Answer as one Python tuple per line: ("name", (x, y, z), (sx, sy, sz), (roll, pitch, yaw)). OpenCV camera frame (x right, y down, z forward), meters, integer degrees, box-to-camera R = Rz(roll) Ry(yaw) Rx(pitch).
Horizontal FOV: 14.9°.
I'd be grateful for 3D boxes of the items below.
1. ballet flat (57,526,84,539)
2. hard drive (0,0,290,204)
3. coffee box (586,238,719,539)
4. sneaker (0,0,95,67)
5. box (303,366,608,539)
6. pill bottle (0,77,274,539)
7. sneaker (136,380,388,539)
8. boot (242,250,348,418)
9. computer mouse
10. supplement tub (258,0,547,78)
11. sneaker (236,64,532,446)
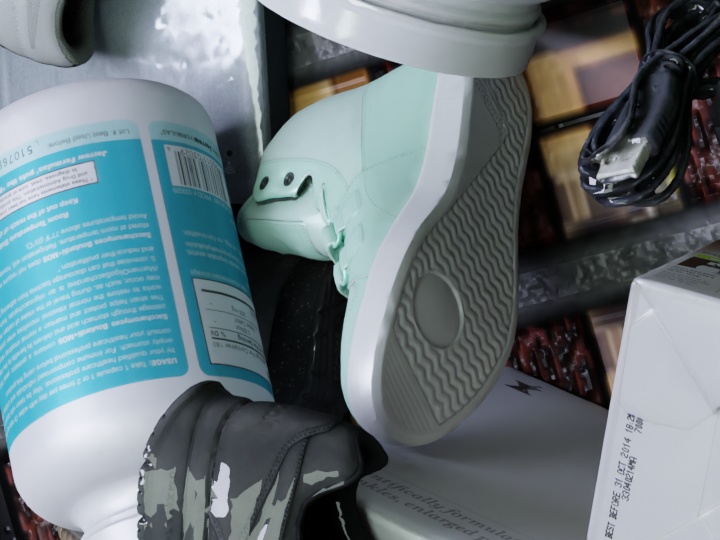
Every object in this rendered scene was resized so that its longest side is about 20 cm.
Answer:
("ballet flat", (-0.052, 0.159, 1.229), (0.199, 0.067, 0.047), (25, 120, 16))
("hard drive", (-0.099, -0.131, 1.213), (0.139, 0.033, 0.201), (2, 100, 28))
("coffee box", (0.160, 0.049, 1.015), (0.079, 0.200, 0.115), (16, 107, 23))
("sneaker", (-0.112, -0.177, 1.159), (0.079, 0.074, 0.201), (31, 118, 10))
("box", (0.083, 0.147, 1.074), (0.198, 0.200, 0.131), (24, 109, 24))
("pill bottle", (-0.096, 0.031, 1.126), (0.111, 0.111, 0.201), (-26, 64, 29))
("sneaker", (-0.030, 0.142, 0.981), (0.090, 0.076, 0.201), (5, 105, 23))
("boot", (-0.074, 0.081, 1.203), (0.131, 0.070, 0.201), (6, 73, 28))
("computer mouse", (0.190, -0.055, 1.028), (0.199, 0.139, 0.053), (19, 133, 14))
("supplement tub", (0.038, -0.190, 1.067), (0.145, 0.145, 0.201), (25, 110, 21))
("sneaker", (0.000, 0.000, 1.115), (0.118, 0.201, 0.074), (-18, 129, 32))
